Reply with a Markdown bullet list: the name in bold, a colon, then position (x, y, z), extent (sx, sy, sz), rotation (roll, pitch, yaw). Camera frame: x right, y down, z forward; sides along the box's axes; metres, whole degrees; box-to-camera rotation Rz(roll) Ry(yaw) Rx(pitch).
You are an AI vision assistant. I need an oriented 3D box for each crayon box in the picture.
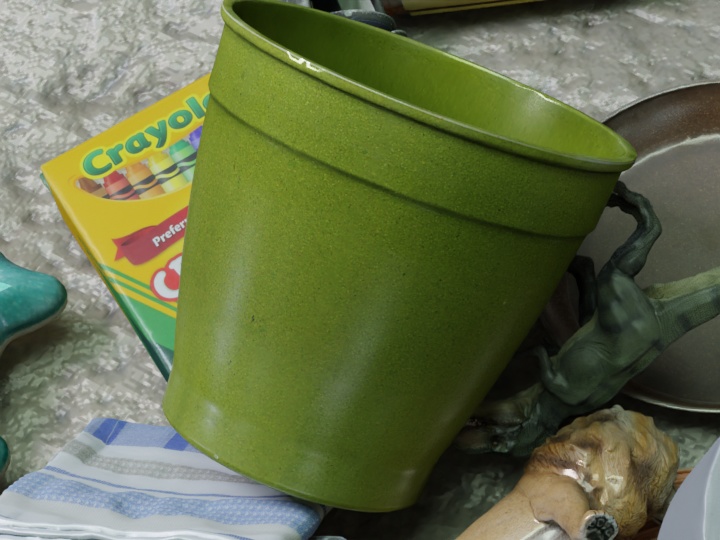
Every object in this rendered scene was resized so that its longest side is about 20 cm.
- **crayon box**: position (-0.079, -0.026, 1.380), extent (0.127, 0.051, 0.200), rotation (-31, 55, -9)

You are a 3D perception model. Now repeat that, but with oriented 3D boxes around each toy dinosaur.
- **toy dinosaur**: position (0.121, 0.014, 1.255), extent (0.200, 0.047, 0.088), rotation (-34, 61, 23)

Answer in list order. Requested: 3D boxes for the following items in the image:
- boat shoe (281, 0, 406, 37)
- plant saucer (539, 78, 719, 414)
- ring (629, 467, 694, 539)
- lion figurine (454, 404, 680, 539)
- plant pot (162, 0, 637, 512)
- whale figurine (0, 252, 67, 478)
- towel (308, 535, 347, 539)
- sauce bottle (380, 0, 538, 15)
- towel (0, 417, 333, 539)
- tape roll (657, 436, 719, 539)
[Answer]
- **boat shoe**: position (-0.010, -0.105, 1.373), extent (0.071, 0.064, 0.200), rotation (13, 38, -32)
- **plant saucer**: position (0.182, -0.008, 1.324), extent (0.200, 0.032, 0.200), rotation (-6, 56, 8)
- **ring**: position (0.156, 0.180, 1.208), extent (0.200, 0.019, 0.201), rotation (-5, 56, 8)
- **lion figurine**: position (0.063, 0.136, 1.201), extent (0.200, 0.073, 0.122), rotation (-30, 20, -1)
- **plant pot**: position (0.000, 0.000, 1.227), extent (0.200, 0.200, 0.193), rotation (26, 104, 26)
- **whale figurine**: position (-0.238, 0.053, 1.326), extent (0.159, 0.104, 0.200), rotation (31, 67, 29)
- **towel**: position (-0.105, 0.166, 1.177), extent (0.200, 0.166, 0.086), rotation (6, 101, 17)
- **sauce bottle**: position (0.104, -0.178, 1.438), extent (0.200, 0.066, 0.066), rotation (-6, 55, 6)
- **towel**: position (-0.087, 0.103, 1.230), extent (0.147, 0.200, 0.024), rotation (4, 102, 13)
- **tape roll**: position (0.230, 0.138, 1.146), extent (0.200, 0.066, 0.201), rotation (7, 59, -12)
